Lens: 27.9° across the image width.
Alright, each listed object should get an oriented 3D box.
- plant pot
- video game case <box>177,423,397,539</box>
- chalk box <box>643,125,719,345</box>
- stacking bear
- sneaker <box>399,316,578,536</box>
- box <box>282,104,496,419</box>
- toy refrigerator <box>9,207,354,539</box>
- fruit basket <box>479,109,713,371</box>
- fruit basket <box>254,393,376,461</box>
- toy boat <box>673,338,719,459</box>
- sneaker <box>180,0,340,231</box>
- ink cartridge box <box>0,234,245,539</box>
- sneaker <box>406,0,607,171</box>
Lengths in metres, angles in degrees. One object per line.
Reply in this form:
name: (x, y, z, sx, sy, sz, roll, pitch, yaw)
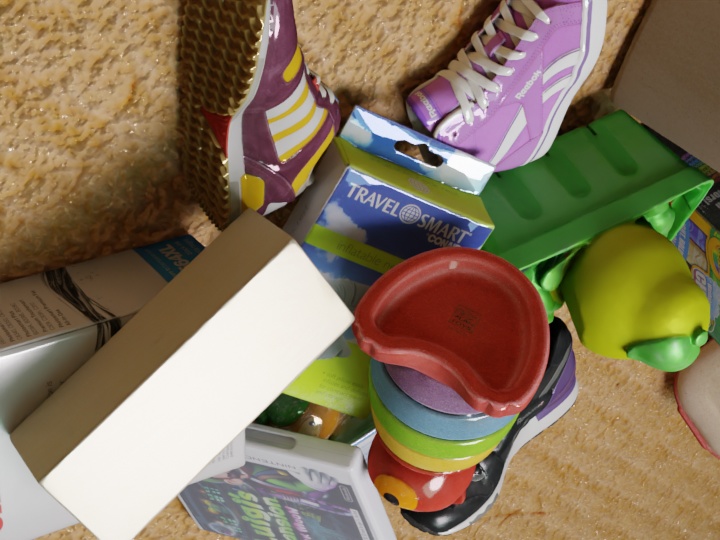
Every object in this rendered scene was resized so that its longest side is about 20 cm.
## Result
plant pot: (0.329, -0.179, 1.046, 0.198, 0.200, 0.179, -14, 128, -30)
video game case: (-0.068, 0.169, 1.105, 0.201, 0.180, 0.024, 71, 34, -55)
chalk box: (0.314, -0.032, 1.178, 0.124, 0.200, 0.125, -27, 145, -15)
stacking bear: (0.052, 0.090, 0.970, 0.114, 0.121, 0.201, -55, 165, -39)
sneaker: (0.095, 0.110, 1.119, 0.200, 0.075, 0.088, -46, 147, -29)
box: (0.000, 0.000, 0.985, 0.121, 0.048, 0.201, 20, 116, -26)
toy refrigerator: (-0.107, 0.063, 0.869, 0.200, 0.070, 0.076, -45, 125, -9)
fruit basket: (0.175, 0.002, 1.071, 0.214, 0.217, 0.156, -24, 160, -20)
fruit basket: (-0.021, 0.079, 1.097, 0.184, 0.094, 0.201, -32, 143, -8)
toy boat: (0.425, 0.114, 1.552, 0.199, 0.131, 0.131, -34, 176, -5)
sneaker: (-0.054, -0.113, 0.864, 0.090, 0.075, 0.201, -24, 151, -28)
ink cartridge box: (-0.178, 0.077, 0.926, 0.198, 0.084, 0.147, -15, 124, -29)
sneaker: (0.091, -0.137, 0.967, 0.113, 0.073, 0.202, -15, 140, -26)
